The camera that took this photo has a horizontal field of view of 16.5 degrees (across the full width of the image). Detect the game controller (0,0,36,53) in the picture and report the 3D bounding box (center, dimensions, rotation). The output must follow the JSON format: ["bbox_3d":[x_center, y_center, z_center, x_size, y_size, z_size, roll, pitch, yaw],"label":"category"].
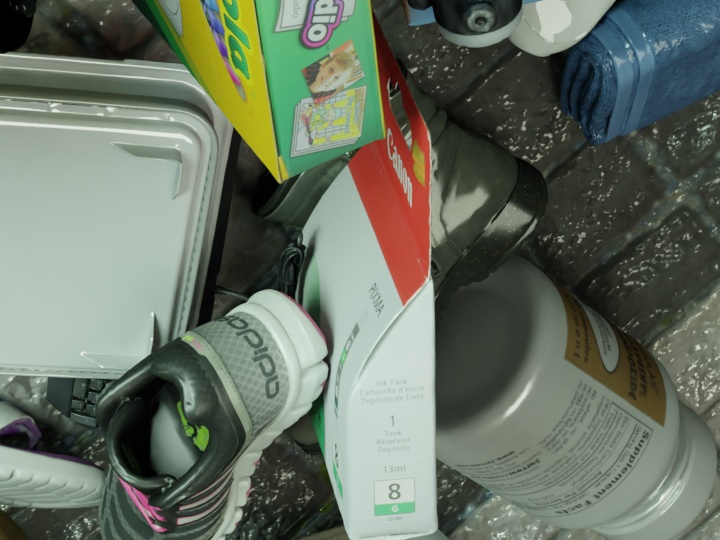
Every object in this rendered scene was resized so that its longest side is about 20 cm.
[{"bbox_3d":[-0.181,-0.180,0.992,0.042,0.105,0.200,-5,141,24],"label":"game controller"}]

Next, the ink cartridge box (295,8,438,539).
[{"bbox_3d":[0.000,0.000,1.151,0.050,0.161,0.201,-7,117,-7],"label":"ink cartridge box"}]

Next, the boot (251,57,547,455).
[{"bbox_3d":[-0.009,-0.010,1.268,0.130,0.068,0.200,31,104,-31],"label":"boot"}]

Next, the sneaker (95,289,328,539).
[{"bbox_3d":[-0.092,0.085,1.169,0.087,0.074,0.200,-18,157,-40],"label":"sneaker"}]

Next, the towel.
[{"bbox_3d":[0.198,-0.136,1.269,0.200,0.049,0.112,-25,165,-9],"label":"towel"}]

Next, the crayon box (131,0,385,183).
[{"bbox_3d":[-0.059,-0.166,1.023,0.058,0.173,0.200,-22,132,-16],"label":"crayon box"}]

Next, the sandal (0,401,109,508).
[{"bbox_3d":[-0.194,0.081,1.217,0.202,0.082,0.050,21,69,-48],"label":"sandal"}]

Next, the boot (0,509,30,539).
[{"bbox_3d":[-0.219,0.210,1.285,0.155,0.073,0.200,-29,147,-8],"label":"boot"}]

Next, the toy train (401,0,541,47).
[{"bbox_3d":[0.038,-0.189,1.096,0.086,0.114,0.200,-9,131,4],"label":"toy train"}]

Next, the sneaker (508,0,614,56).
[{"bbox_3d":[0.120,-0.187,1.166,0.075,0.100,0.200,17,112,-20],"label":"sneaker"}]

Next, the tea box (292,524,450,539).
[{"bbox_3d":[-0.024,0.261,1.376,0.200,0.134,0.197,-10,132,-46],"label":"tea box"}]

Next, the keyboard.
[{"bbox_3d":[-0.085,0.008,1.207,0.127,0.021,0.200,13,123,3],"label":"keyboard"}]

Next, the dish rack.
[{"bbox_3d":[-0.162,-0.017,1.133,0.199,0.044,0.172,4,124,-14],"label":"dish rack"}]

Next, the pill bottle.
[{"bbox_3d":[0.109,0.078,1.360,0.114,0.114,0.200,-47,134,9],"label":"pill bottle"}]
